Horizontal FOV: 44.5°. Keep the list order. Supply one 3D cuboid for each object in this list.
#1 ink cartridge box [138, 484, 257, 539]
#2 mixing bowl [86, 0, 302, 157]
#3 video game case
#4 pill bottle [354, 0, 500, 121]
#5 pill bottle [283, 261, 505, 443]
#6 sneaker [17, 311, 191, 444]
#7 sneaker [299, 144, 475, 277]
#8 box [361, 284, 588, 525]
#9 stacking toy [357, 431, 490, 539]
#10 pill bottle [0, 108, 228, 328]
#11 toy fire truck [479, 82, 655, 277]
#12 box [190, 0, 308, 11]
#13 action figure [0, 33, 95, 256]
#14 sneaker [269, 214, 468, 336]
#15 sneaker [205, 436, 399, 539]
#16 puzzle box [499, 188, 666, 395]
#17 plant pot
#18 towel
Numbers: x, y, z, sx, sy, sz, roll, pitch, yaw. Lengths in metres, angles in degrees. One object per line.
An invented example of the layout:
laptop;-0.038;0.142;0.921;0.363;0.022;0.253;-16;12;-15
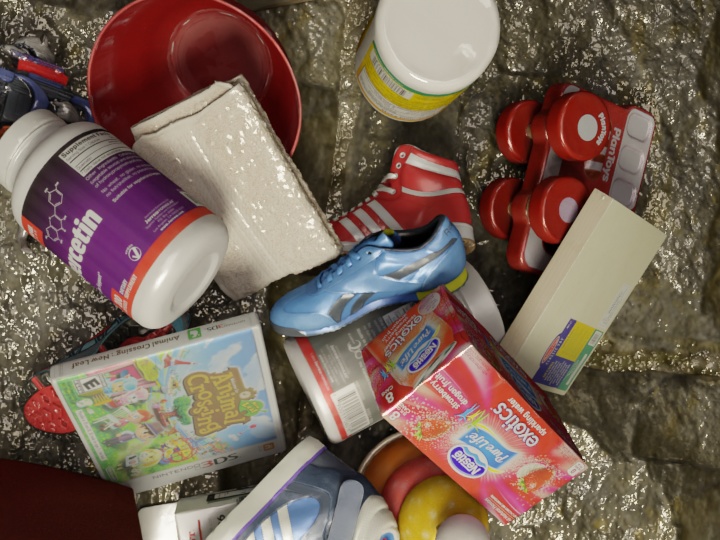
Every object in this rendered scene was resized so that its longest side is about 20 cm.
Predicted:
ink cartridge box;-0.116;0.277;0.862;0.196;0.068;0.118;-9;89;-8
mixing bowl;-0.144;-0.178;0.830;0.196;0.109;0.203;4;125;5
video game case;-0.167;0.131;0.812;0.179;0.202;0.022;-15;47;-9
pill bottle;0.054;-0.205;0.833;0.111;0.200;0.115;0;88;-8
pill bottle;0.034;0.074;0.867;0.198;0.114;0.115;-27;92;-9
sneaker;-0.237;0.094;0.846;0.198;0.096;0.080;-29;103;17
sneaker;0.012;-0.060;0.891;0.196;0.071;0.115;-7;71;8
box;0.102;0.124;0.786;0.099;0.096;0.200;-38;121;12
stacking toy;0.072;0.234;0.825;0.143;0.200;0.149;0;88;-8
pill bottle;-0.218;-0.049;0.759;0.199;0.113;0.113;37;84;8
toy fire truck;0.226;-0.088;0.912;0.166;0.112;0.204;14;87;-27
box;-0.083;-0.320;0.877;0.196;0.078;0.097;-12;90;-9
action figure;-0.349;-0.138;0.824;0.198;0.104;0.196;26;79;-32
sneaker;0.000;0.000;0.818;0.197;0.066;0.079;-18;122;9
sneaker;-0.057;0.266;0.785;0.146;0.081;0.200;41;75;12
puzzle box;0.217;0.028;0.875;0.132;0.025;0.202;19;105;-48
plant pot;-0.280;0.287;0.765;0.173;0.200;0.204;0;105;-20
towel;-0.114;-0.070;0.810;0.131;0.035;0.201;-21;117;21
